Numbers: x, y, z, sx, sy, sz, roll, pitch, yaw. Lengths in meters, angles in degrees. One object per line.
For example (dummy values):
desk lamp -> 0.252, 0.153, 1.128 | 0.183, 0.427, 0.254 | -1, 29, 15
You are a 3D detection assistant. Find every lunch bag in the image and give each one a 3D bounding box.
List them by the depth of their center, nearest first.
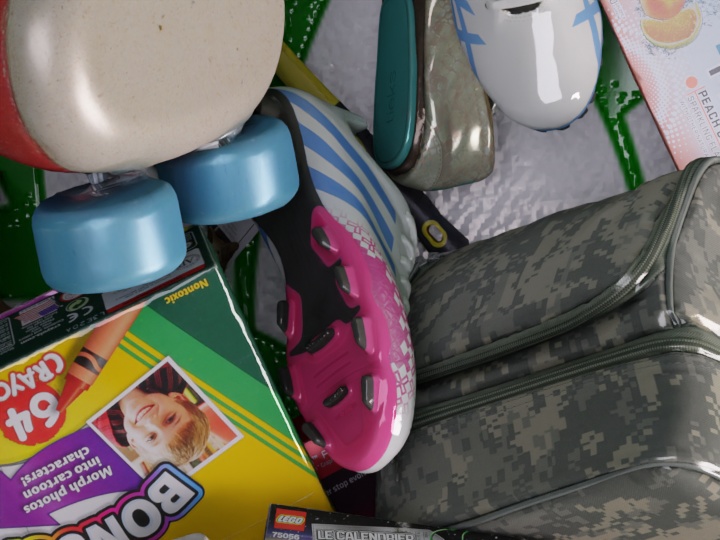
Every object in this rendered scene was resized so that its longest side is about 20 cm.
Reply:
lunch bag -> 0.102, 0.051, 1.208 | 0.199, 0.139, 0.169 | -22, 54, 39

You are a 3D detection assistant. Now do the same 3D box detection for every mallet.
mallet -> -0.014, -0.089, 1.306 | 0.200, 0.041, 0.066 | 41, 96, 1

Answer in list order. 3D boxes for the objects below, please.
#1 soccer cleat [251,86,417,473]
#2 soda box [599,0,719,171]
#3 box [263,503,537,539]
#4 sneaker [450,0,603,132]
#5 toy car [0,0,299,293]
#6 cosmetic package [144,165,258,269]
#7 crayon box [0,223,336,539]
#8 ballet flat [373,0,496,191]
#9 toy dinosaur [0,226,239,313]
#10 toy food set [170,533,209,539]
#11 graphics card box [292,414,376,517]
soccer cleat -> 0.000, 0.000, 1.211 | 0.070, 0.086, 0.201 | -45, 51, 36
soda box -> 0.179, -0.059, 1.257 | 0.068, 0.064, 0.201 | -25, 88, 9
box -> 0.016, 0.197, 1.188 | 0.136, 0.040, 0.201 | 8, 125, -1
sneaker -> 0.064, -0.161, 1.214 | 0.071, 0.072, 0.202 | -10, 88, 17
toy car -> -0.151, -0.100, 1.149 | 0.199, 0.177, 0.186 | 0, 109, 31
cosmetic package -> -0.111, -0.098, 1.257 | 0.200, 0.051, 0.083 | 50, 57, -19
crayon box -> -0.122, 0.101, 1.177 | 0.199, 0.058, 0.173 | -26, 115, -2
ballet flat -> 0.039, -0.138, 1.286 | 0.062, 0.067, 0.202 | 2, 89, -25
toy dinosaur -> -0.130, 0.030, 1.280 | 0.199, 0.060, 0.107 | -10, 47, 38
toy food set -> -0.060, 0.201, 1.148 | 0.143, 0.061, 0.200 | -21, 118, 35
graphics card box -> -0.010, 0.173, 1.274 | 0.125, 0.051, 0.201 | -27, 101, -3
